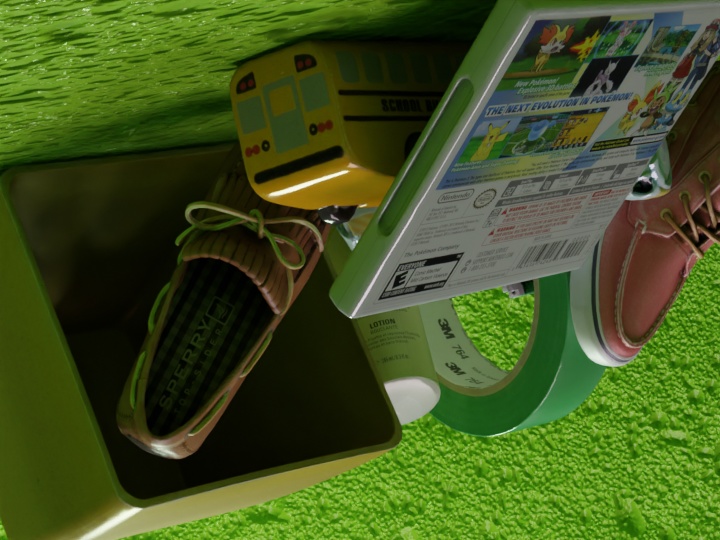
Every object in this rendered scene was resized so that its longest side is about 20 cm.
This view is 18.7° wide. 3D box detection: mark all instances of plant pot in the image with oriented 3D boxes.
[{"bbox_3d":[-0.130,0.062,1.265,0.199,0.201,0.176,-9,159,-41],"label":"plant pot"}]

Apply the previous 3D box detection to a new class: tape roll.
[{"bbox_3d":[0.081,0.002,1.388,0.048,0.202,0.200,-11,175,-37],"label":"tape roll"}]

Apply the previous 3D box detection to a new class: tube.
[{"bbox_3d":[0.000,0.000,1.334,0.058,0.201,0.052,18,132,-37],"label":"tube"}]

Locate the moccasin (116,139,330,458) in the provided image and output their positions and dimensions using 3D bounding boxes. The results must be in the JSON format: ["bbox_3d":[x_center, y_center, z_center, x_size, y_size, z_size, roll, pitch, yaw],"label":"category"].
[{"bbox_3d":[-0.066,-0.001,1.119,0.202,0.073,0.078,-58,-176,-12],"label":"moccasin"}]

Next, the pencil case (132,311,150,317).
[{"bbox_3d":[-0.105,-0.009,1.476,0.087,0.088,0.200,-14,177,20],"label":"pencil case"}]

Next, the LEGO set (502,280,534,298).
[{"bbox_3d":[0.153,-0.074,1.497,0.198,0.117,0.154,-10,-154,12],"label":"LEGO set"}]

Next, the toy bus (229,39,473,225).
[{"bbox_3d":[0.024,-0.070,1.089,0.065,0.079,0.199,-17,174,36],"label":"toy bus"}]

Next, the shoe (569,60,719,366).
[{"bbox_3d":[0.193,-0.038,1.293,0.091,0.202,0.071,-1,153,47],"label":"shoe"}]

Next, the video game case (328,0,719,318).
[{"bbox_3d":[0.090,-0.063,1.058,0.199,0.022,0.183,-11,139,-50],"label":"video game case"}]

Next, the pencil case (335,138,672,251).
[{"bbox_3d":[0.082,-0.063,1.270,0.198,0.092,0.083,-12,154,18],"label":"pencil case"}]
